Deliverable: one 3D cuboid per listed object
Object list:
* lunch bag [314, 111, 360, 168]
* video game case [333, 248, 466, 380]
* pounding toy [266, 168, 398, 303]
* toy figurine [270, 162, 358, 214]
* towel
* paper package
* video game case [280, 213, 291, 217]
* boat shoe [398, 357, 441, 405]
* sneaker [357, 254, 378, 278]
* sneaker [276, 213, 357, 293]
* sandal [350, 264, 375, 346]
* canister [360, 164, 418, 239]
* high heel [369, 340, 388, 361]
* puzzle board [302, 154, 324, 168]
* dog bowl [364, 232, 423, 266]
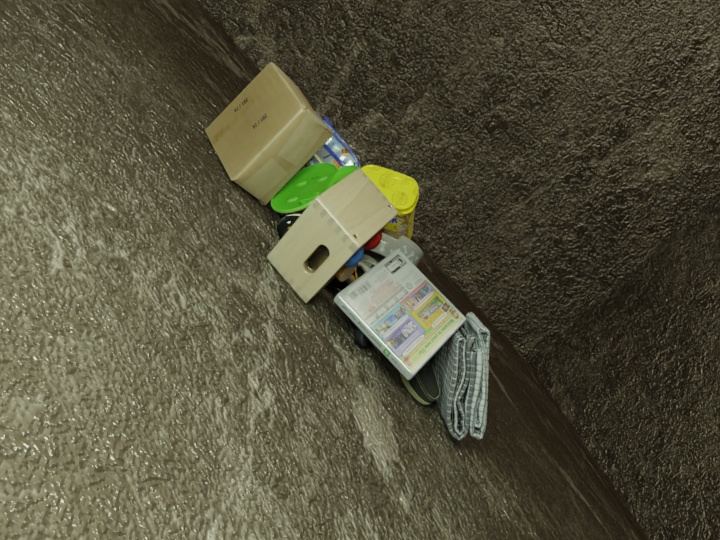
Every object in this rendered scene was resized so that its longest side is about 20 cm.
[{"bbox_3d":[-0.101,-0.255,1.527,0.200,0.160,0.076,46,7,4],"label":"lunch bag"},{"bbox_3d":[0.073,0.069,1.171,0.182,0.022,0.199,45,42,9],"label":"video game case"},{"bbox_3d":[-0.037,-0.036,1.134,0.143,0.200,0.184,46,37,1],"label":"pounding toy"},{"bbox_3d":[-0.053,-0.096,1.343,0.187,0.195,0.152,62,33,-33],"label":"toy figurine"},{"bbox_3d":[0.186,0.190,1.275,0.166,0.083,0.207,-102,-167,-80],"label":"towel"},{"bbox_3d":[-0.180,-0.268,1.320,0.103,0.200,0.192,34,17,-50],"label":"paper package"},{"bbox_3d":[-0.127,-0.129,1.506,0.199,0.036,0.183,40,12,-43],"label":"video game case"},{"bbox_3d":[0.101,0.148,1.232,0.071,0.065,0.205,-31,99,-48],"label":"boat shoe"},{"bbox_3d":[0.000,0.000,1.474,0.094,0.070,0.201,49,11,-29],"label":"sneaker"},{"bbox_3d":[-0.073,-0.024,1.260,0.199,0.070,0.091,41,18,-30],"label":"sneaker"},{"bbox_3d":[0.005,0.065,1.226,0.041,0.078,0.202,9,32,3],"label":"sandal"},{"bbox_3d":[0.059,-0.141,1.575,0.145,0.088,0.201,19,-23,10],"label":"canister"},{"bbox_3d":[0.083,0.125,1.298,0.068,0.096,0.199,52,10,26],"label":"high heel"},{"bbox_3d":[-0.069,-0.143,1.428,0.201,0.017,0.151,51,-30,5],"label":"puzzle board"},{"bbox_3d":[0.047,-0.046,1.593,0.195,0.060,0.200,22,-12,5],"label":"dog bowl"}]
